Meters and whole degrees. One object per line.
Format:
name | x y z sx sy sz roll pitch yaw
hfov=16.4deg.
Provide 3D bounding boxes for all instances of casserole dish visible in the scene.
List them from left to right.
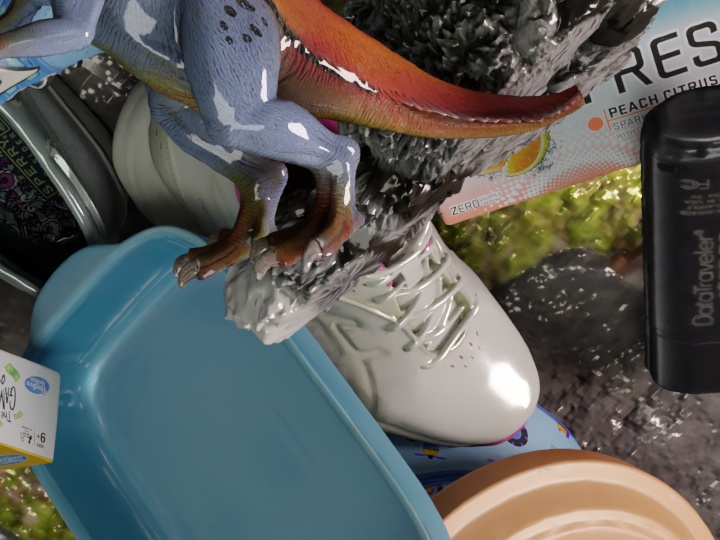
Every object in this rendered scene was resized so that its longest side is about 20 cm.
casserole dish | -0.041 0.075 0.869 0.121 0.200 0.039 -45 162 27

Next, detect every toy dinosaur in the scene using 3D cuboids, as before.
toy dinosaur | -0.067 -0.084 0.726 0.200 0.105 0.182 -28 103 -19

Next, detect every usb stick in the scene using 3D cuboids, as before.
usb stick | 0.130 -0.007 0.914 0.055 0.033 0.200 -5 152 5

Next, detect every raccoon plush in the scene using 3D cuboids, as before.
raccoon plush | -0.001 -0.090 0.804 0.200 0.097 0.134 -39 77 -1

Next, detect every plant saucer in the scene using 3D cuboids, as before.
plant saucer | 0.067 0.167 0.940 0.200 0.032 0.201 -10 108 -34

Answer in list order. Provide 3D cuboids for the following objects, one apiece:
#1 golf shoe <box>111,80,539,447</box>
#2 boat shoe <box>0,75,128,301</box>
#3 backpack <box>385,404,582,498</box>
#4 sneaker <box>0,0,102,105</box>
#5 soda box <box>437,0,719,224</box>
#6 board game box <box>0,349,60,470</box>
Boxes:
golf shoe | 0.000 0.000 0.900 0.200 0.091 0.075 40 71 -23
boat shoe | -0.152 -0.064 0.867 0.070 0.072 0.201 -34 122 18
backpack | 0.014 0.147 0.999 0.200 0.135 0.183 -29 124 10
sneaker | -0.138 -0.065 0.797 0.200 0.078 0.090 -14 102 -39
soda box | 0.109 -0.087 0.882 0.200 0.064 0.068 -18 125 6
board game box | -0.225 0.049 0.883 0.200 0.034 0.134 -12 156 35
